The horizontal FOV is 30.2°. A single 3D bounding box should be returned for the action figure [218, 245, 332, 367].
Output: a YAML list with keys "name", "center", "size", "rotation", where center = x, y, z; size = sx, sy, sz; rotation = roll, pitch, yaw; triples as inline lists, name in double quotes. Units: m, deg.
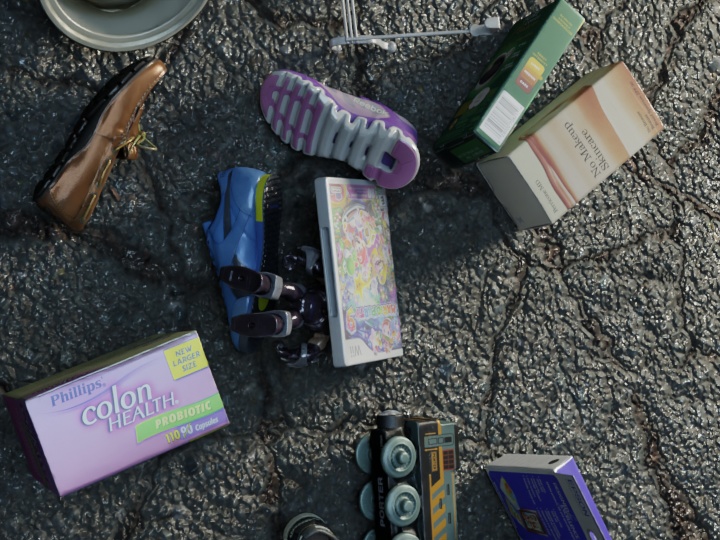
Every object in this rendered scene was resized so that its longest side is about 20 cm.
- name: "action figure"
  center: [-0.070, 0.037, 1.433]
  size: [0.199, 0.069, 0.132]
  rotation: [12, 77, -62]

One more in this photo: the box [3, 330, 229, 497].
- name: "box"
  center: [-0.247, 0.138, 1.327]
  size: [0.174, 0.200, 0.098]
  rotation: [-22, 94, -21]

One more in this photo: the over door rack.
- name: "over door rack"
  center: [0.055, -0.332, 1.535]
  size: [0.197, 0.067, 0.150]
  rotation: [-6, 89, 0]

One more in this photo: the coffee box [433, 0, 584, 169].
- name: "coffee box"
  center: [0.172, -0.216, 1.551]
  size: [0.044, 0.123, 0.201]
  rotation: [37, 73, -13]

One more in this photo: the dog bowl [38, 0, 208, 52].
- name: "dog bowl"
  center: [-0.247, -0.330, 1.377]
  size: [0.198, 0.074, 0.202]
  rotation: [-17, 135, -18]

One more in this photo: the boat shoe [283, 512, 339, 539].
- name: "boat shoe"
  center: [-0.015, 0.361, 1.472]
  size: [0.072, 0.067, 0.201]
  rotation: [-36, 100, -21]

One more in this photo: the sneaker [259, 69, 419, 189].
- name: "sneaker"
  center: [-0.018, -0.168, 1.505]
  size: [0.198, 0.081, 0.089]
  rotation: [28, 35, 1]

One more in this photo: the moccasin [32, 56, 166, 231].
- name: "moccasin"
  center: [-0.262, -0.135, 1.408]
  size: [0.077, 0.073, 0.203]
  rotation: [35, 72, -24]

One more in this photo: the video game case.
- name: "video game case"
  center: [0.000, 0.000, 1.480]
  size: [0.143, 0.018, 0.203]
  rotation: [-3, 87, -63]

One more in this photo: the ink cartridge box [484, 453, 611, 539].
- name: "ink cartridge box"
  center: [0.242, 0.301, 1.500]
  size: [0.043, 0.200, 0.200]
  rotation: [-29, 97, -22]

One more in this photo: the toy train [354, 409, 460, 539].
- name: "toy train"
  center: [0.060, 0.256, 1.502]
  size: [0.113, 0.085, 0.203]
  rotation: [-2, 87, -30]

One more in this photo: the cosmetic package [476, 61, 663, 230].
- name: "cosmetic package"
  center: [0.251, -0.149, 1.594]
  size: [0.200, 0.087, 0.104]
  rotation: [-40, 101, -18]

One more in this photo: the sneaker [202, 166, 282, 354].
- name: "sneaker"
  center: [-0.133, -0.012, 1.462]
  size: [0.077, 0.066, 0.203]
  rotation: [5, 96, 17]
